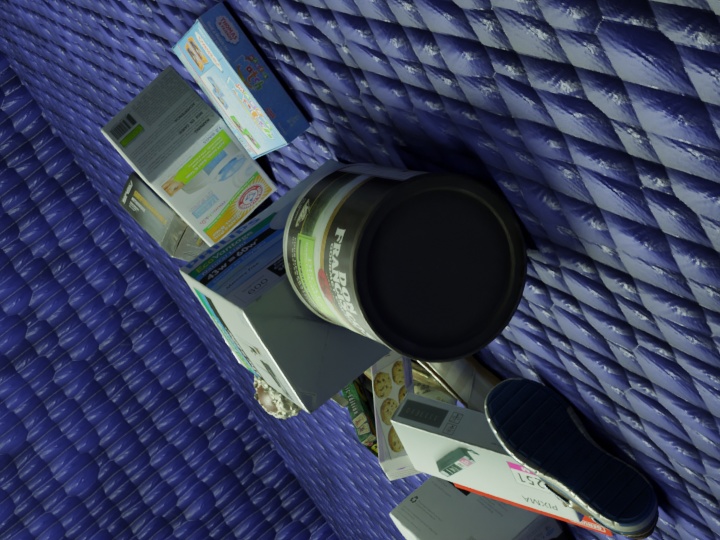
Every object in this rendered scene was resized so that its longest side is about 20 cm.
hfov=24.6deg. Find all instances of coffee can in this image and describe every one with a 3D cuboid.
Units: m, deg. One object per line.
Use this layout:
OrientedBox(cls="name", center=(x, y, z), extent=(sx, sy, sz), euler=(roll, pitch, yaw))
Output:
OrientedBox(cls="coffee can", center=(0.032, -0.012, 1.360), extent=(0.147, 0.146, 0.200), euler=(55, 168, -15))

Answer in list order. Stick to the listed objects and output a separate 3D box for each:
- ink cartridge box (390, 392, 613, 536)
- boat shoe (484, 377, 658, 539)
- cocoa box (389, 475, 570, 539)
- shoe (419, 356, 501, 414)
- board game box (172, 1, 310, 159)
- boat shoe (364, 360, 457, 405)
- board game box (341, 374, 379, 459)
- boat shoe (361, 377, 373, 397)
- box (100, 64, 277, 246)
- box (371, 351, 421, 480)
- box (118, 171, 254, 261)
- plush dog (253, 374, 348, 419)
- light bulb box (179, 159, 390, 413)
OrientedBox(cls="ink cartridge box", center=(0.143, 0.210, 1.663), extent=(0.199, 0.044, 0.174), euler=(14, 145, 34))
OrientedBox(cls="boat shoe", center=(0.188, 0.179, 1.502), extent=(0.200, 0.072, 0.073), euler=(44, 167, 35))
OrientedBox(cls="cocoa box", center=(0.152, 0.323, 1.917), extent=(0.132, 0.133, 0.200), euler=(57, 168, -27))
OrientedBox(cls="shoe", center=(0.110, 0.120, 1.678), extent=(0.200, 0.053, 0.070), euler=(50, 168, 12))
OrientedBox(cls="board game box", center=(-0.127, -0.192, 1.708), extent=(0.152, 0.037, 0.200), euler=(54, 170, -8))
OrientedBox(cls="boat shoe", center=(0.056, 0.118, 1.893), extent=(0.073, 0.063, 0.200), euler=(28, -172, -37))
OrientedBox(cls="board game box", center=(-0.003, 0.144, 2.048), extent=(0.105, 0.023, 0.201), euler=(44, -159, -53))
OrientedBox(cls="boat shoe", center=(0.068, 0.194, 2.045), extent=(0.202, 0.063, 0.074), euler=(57, 166, -28))
OrientedBox(cls="box", center=(-0.193, -0.127, 1.902), extent=(0.101, 0.112, 0.200), euler=(46, 177, 26))
OrientedBox(cls="box", center=(0.036, 0.132, 1.787), extent=(0.039, 0.041, 0.201), euler=(62, -162, -47))
OrientedBox(cls="box", center=(-0.190, -0.050, 2.106), extent=(0.199, 0.049, 0.158), euler=(17, -165, -41))
OrientedBox(cls="plush dog", center=(-0.044, 0.046, 1.829), extent=(0.172, 0.159, 0.201), euler=(-62, 38, 40))
OrientedBox(cls="light bulb box", center=(-0.038, 0.008, 1.559), extent=(0.125, 0.198, 0.200), euler=(59, 166, -22))
